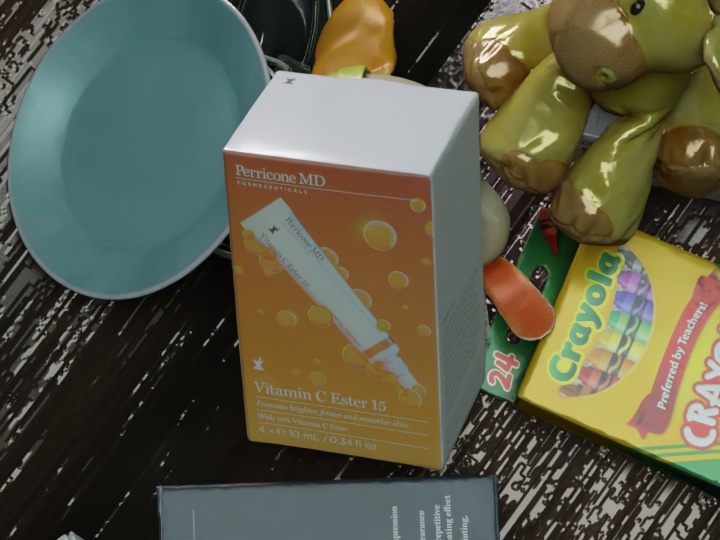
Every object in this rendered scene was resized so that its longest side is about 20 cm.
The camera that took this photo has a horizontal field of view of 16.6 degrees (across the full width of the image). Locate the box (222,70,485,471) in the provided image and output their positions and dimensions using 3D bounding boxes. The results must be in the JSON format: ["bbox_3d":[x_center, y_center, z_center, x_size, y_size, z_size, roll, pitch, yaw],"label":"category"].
[{"bbox_3d":[0.000,0.000,1.416,0.123,0.201,0.098,7,34,17],"label":"box"}]

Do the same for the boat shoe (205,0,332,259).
[{"bbox_3d":[-0.058,-0.110,1.522,0.071,0.068,0.202,11,78,4],"label":"boat shoe"}]

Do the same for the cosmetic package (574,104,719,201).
[{"bbox_3d":[0.233,-0.102,1.515,0.198,0.081,0.114,16,80,2],"label":"cosmetic package"}]

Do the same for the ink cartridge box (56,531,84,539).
[{"bbox_3d":[-0.216,0.246,1.410,0.199,0.146,0.084,-36,81,-6],"label":"ink cartridge box"}]

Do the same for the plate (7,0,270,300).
[{"bbox_3d":[-0.131,-0.078,1.501,0.199,0.026,0.202,-9,73,30],"label":"plate"}]

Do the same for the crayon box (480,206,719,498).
[{"bbox_3d":[0.178,0.051,1.499,0.199,0.051,0.128,22,80,4],"label":"crayon box"}]

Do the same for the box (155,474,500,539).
[{"bbox_3d":[-0.017,0.201,1.440,0.198,0.107,0.150,-1,79,-1],"label":"box"}]

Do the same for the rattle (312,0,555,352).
[{"bbox_3d":[0.041,-0.055,1.509,0.199,0.143,0.130,35,106,-13],"label":"rattle"}]

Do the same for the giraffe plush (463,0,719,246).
[{"bbox_3d":[0.159,-0.130,1.393,0.172,0.162,0.200,43,81,8],"label":"giraffe plush"}]
